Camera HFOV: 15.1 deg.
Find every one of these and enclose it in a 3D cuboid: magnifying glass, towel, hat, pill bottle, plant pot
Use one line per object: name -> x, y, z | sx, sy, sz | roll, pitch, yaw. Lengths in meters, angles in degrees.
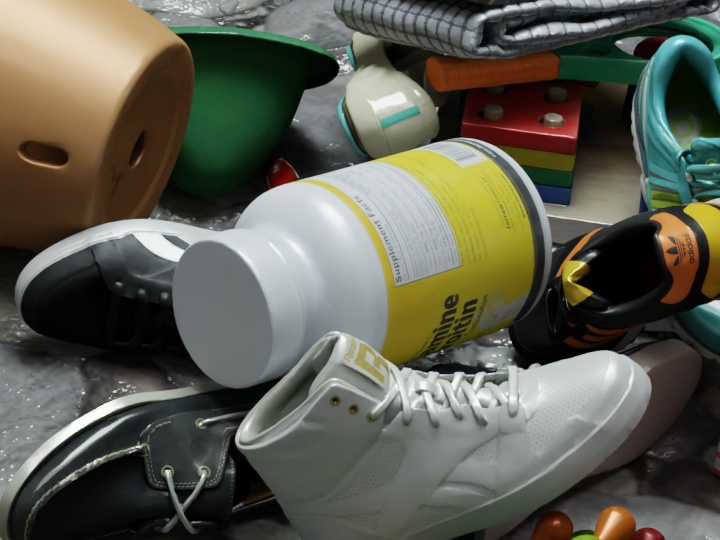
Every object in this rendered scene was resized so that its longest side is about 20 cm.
magnifying glass -> 0.135, -0.130, 1.658 | 0.200, 0.022, 0.080 | -10, 32, -22
towel -> 0.103, -0.189, 1.662 | 0.200, 0.086, 0.166 | -14, 17, -30
hat -> -0.094, -0.051, 1.700 | 0.166, 0.176, 0.200 | 3, -8, -12
pill bottle -> 0.000, 0.000, 1.460 | 0.200, 0.112, 0.112 | -18, 39, -41
plant pot -> -0.188, -0.094, 1.595 | 0.140, 0.200, 0.200 | 21, 35, 12

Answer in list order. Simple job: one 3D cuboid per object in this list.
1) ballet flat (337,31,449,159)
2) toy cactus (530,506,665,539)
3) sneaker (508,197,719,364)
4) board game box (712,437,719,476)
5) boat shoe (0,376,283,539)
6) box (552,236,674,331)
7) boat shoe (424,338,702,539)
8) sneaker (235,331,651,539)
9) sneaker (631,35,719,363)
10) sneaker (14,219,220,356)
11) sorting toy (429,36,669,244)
ballet flat -> 0.028, -0.118, 1.708 | 0.069, 0.070, 0.200 | 6, 20, 0
toy cactus -> 0.057, 0.179, 1.321 | 0.165, 0.102, 0.200 | 0, 30, 27
sneaker -> 0.132, 0.006, 1.504 | 0.090, 0.070, 0.200 | -4, -13, -39
board game box -> 0.288, 0.028, 1.517 | 0.200, 0.152, 0.046 | -24, 44, -39
boat shoe -> -0.095, 0.104, 1.408 | 0.200, 0.072, 0.068 | -16, 38, -36
box -> 0.184, -0.018, 1.675 | 0.200, 0.041, 0.156 | 3, 32, -7
boat shoe -> 0.095, 0.071, 1.486 | 0.093, 0.075, 0.200 | 35, 41, 30
sneaker -> 0.035, 0.071, 1.351 | 0.200, 0.116, 0.074 | -28, 28, 17
sneaker -> 0.195, -0.040, 1.536 | 0.077, 0.080, 0.200 | -12, 68, -6
sneaker -> -0.088, 0.028, 1.527 | 0.200, 0.073, 0.112 | -4, 34, -15
sorting toy -> 0.146, -0.092, 1.685 | 0.200, 0.070, 0.199 | 8, 30, 4
